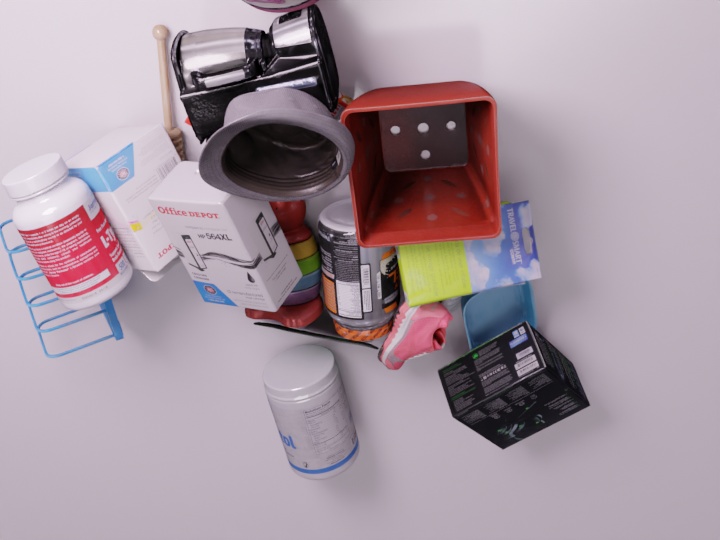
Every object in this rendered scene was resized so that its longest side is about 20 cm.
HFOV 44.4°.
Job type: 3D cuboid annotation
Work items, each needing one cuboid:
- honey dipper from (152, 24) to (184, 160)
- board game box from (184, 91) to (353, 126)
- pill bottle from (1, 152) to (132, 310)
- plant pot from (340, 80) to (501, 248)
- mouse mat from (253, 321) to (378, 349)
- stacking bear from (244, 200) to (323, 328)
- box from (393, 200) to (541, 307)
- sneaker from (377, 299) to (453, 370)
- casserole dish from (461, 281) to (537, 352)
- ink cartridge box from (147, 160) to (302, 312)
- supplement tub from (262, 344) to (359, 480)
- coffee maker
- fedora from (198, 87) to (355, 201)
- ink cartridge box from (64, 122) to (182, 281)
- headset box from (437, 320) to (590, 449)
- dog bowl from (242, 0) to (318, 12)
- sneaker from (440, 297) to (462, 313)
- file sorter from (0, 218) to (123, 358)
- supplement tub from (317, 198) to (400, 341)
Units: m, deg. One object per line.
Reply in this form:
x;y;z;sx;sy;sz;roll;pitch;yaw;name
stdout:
-0.286;-0.257;1.290;0.038;0.038;0.202;1;116;3;honey dipper
-0.133;-0.232;1.283;0.199;0.046;0.152;29;116;-12;board game box
-0.407;-0.055;1.220;0.111;0.113;0.201;-14;120;12;pill bottle
0.087;-0.167;1.231;0.198;0.177;0.201;-4;120;6;plant pot
-0.072;0.103;1.421;0.198;0.161;0.008;13;87;-3;mouse mat
-0.116;-0.031;1.364;0.121;0.114;0.202;10;114;32;stacking bear
0.154;-0.027;1.283;0.198;0.048;0.123;-12;98;-3;box
0.088;0.110;1.384;0.086;0.074;0.201;34;143;12;sneaker
0.217;0.068;1.401;0.120;0.039;0.201;-24;137;-4;casserole dish
-0.190;-0.047;1.247;0.145;0.085;0.201;6;136;33;ink cartridge box
-0.082;0.243;1.506;0.131;0.132;0.201;-10;118;9;supplement tub
-0.130;-0.249;1.190;0.198;0.136;0.193;-8;143;8;coffee maker
-0.105;-0.168;1.111;0.198;0.091;0.177;5;146;-21;fedora
-0.325;-0.096;1.303;0.125;0.129;0.201;5;128;44;ink cartridge box
0.255;0.195;1.439;0.173;0.093;0.200;-32;139;20;headset box
-0.098;-0.415;1.106;0.198;0.202;0.074;-9;161;9;dog bowl
0.160;0.028;1.401;0.080;0.071;0.201;15;126;-24;sneaker
-0.466;0.013;1.371;0.122;0.139;0.201;-20;121;-20;file sorter
0.000;0.000;1.365;0.121;0.123;0.201;-1;121;4;supplement tub
